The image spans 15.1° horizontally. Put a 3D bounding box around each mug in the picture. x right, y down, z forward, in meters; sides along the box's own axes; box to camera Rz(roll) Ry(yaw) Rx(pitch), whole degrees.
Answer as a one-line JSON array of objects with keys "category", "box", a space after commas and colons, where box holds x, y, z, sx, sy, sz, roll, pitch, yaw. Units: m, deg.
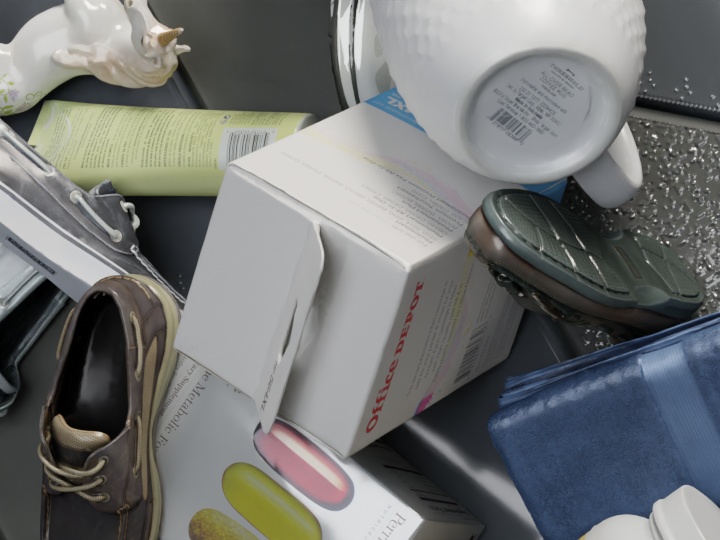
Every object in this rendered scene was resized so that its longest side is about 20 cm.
[{"category": "mug", "box": [0.096, -0.117, 1.480, 0.147, 0.200, 0.176, -30, 36, 15]}]

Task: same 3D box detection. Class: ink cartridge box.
[{"category": "ink cartridge box", "box": [0.000, 0.000, 1.498, 0.125, 0.200, 0.129, 31, 121, 22]}]

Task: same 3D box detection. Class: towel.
[{"category": "towel", "box": [0.180, 0.086, 1.503, 0.199, 0.049, 0.112, -20, 105, 18]}]

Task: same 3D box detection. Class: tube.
[{"category": "tube", "box": [-0.119, -0.073, 1.656, 0.199, 0.058, 0.052, 2, 104, 23]}]

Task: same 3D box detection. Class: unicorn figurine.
[{"category": "unicorn figurine", "box": [-0.188, -0.151, 1.686, 0.200, 0.074, 0.138, -34, 73, 27]}]

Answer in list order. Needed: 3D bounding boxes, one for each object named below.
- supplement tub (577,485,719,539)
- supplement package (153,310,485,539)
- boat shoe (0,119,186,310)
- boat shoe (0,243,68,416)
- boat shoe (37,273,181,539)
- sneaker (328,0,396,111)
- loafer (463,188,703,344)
[{"category": "supplement tub", "box": [0.134, 0.224, 1.462, 0.200, 0.145, 0.146, -39, 71, 12]}, {"category": "supplement package", "box": [-0.047, 0.128, 1.565, 0.200, 0.109, 0.114, 38, 97, 21]}, {"category": "boat shoe", "box": [-0.163, -0.023, 1.624, 0.200, 0.072, 0.068, 36, 75, -10]}, {"category": "boat shoe", "box": [-0.241, 0.053, 1.673, 0.071, 0.070, 0.201, 37, 94, 25]}, {"category": "boat shoe", "box": [-0.153, 0.098, 1.512, 0.074, 0.073, 0.201, 4, 84, 22]}, {"category": "sneaker", "box": [0.053, -0.175, 1.586, 0.115, 0.076, 0.201, 7, 83, 24]}, {"category": "loafer", "box": [0.115, 0.009, 1.472, 0.063, 0.200, 0.072, -44, 57, 22]}]
